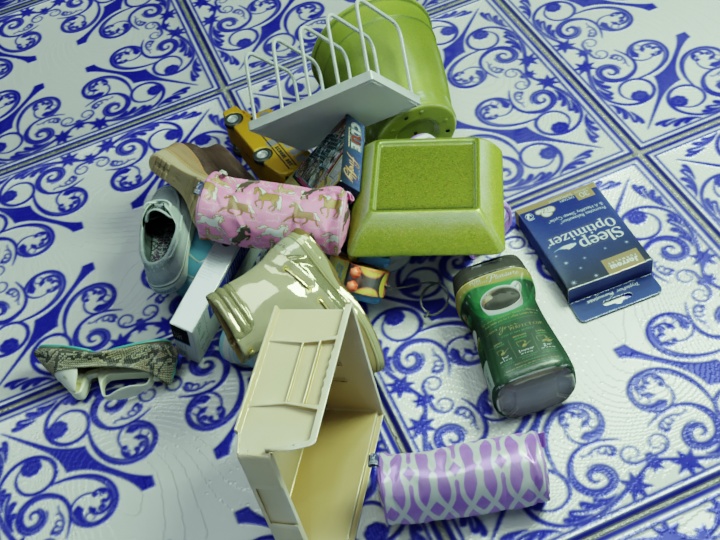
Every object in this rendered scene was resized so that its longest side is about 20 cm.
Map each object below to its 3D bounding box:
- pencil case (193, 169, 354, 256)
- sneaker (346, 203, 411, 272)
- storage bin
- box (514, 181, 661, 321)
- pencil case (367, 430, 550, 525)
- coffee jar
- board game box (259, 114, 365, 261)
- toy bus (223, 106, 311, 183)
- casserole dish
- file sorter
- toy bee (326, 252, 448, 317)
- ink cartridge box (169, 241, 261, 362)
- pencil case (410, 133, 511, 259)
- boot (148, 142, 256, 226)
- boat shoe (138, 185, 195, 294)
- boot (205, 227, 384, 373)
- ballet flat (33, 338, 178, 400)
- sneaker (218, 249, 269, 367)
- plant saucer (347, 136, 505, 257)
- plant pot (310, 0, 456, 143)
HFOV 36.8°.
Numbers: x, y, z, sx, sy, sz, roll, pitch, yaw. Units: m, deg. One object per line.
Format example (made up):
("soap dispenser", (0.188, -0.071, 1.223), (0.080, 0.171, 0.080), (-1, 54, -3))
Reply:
("pencil case", (-0.109, -0.072, 1.363), (0.197, 0.087, 0.083), (8, 35, 3))
("sneaker", (-0.005, -0.080, 1.503), (0.076, 0.081, 0.199), (-37, 49, -20))
("storage bin", (-0.052, 0.175, 1.190), (0.093, 0.201, 0.200), (1, 47, 15))
("box", (0.298, -0.028, 1.420), (0.120, 0.033, 0.201), (-20, 47, -6))
("pencil case", (0.111, 0.227, 1.192), (0.197, 0.085, 0.086), (-7, 23, 5))
("coffee jar", (0.181, 0.073, 1.312), (0.103, 0.086, 0.201), (-17, 47, 1))
("board game box", (-0.066, -0.102, 1.480), (0.034, 0.200, 0.136), (28, 42, -23))
("toy bus", (-0.137, -0.182, 1.640), (0.078, 0.065, 0.200), (-27, 47, -14))
("casserole dish", (-0.235, -0.031, 1.540), (0.121, 0.039, 0.200), (-34, 48, -19))
("file sorter", (-0.044, -0.265, 1.486), (0.198, 0.138, 0.126), (-18, 74, 28))
("toy bee", (0.000, 0.000, 1.393), (0.198, 0.108, 0.133), (-8, 82, 34))
("ink cartridge box", (-0.184, 0.013, 1.419), (0.039, 0.100, 0.201), (23, 64, 10))
("pencil case", (0.121, -0.108, 1.488), (0.085, 0.084, 0.200), (-42, 50, -1))
("boot", (-0.193, -0.118, 1.558), (0.200, 0.073, 0.166), (43, 27, 17))
("boat shoe", (-0.270, -0.060, 1.499), (0.069, 0.072, 0.202), (-10, 46, 3))
("boot", (-0.076, 0.072, 1.293), (0.155, 0.201, 0.073), (-36, 7, -19))
("ballet flat", (-0.333, 0.131, 1.399), (0.197, 0.068, 0.076), (-3, 67, 8))
("sneaker", (-0.082, 0.048, 1.388), (0.130, 0.080, 0.202), (22, 79, 27))
("plant saucer", (0.085, -0.106, 1.387), (0.197, 0.048, 0.201), (-1, 47, 6))
("plant pot", (0.049, -0.266, 1.606), (0.198, 0.201, 0.194), (-19, 58, -6))
